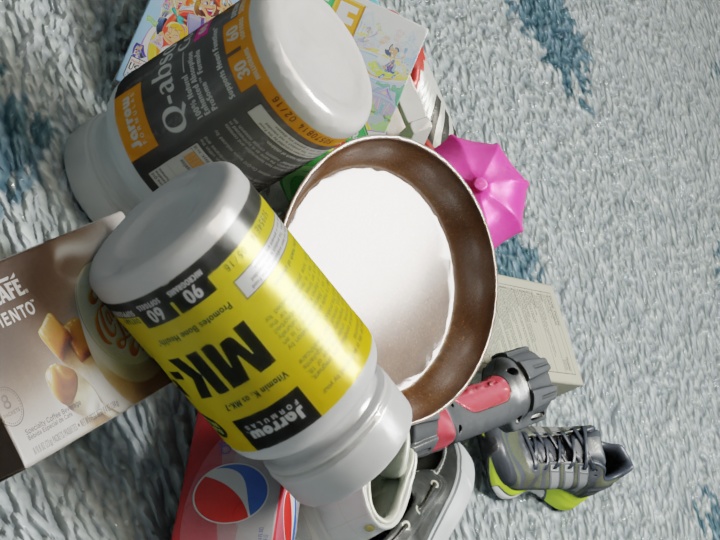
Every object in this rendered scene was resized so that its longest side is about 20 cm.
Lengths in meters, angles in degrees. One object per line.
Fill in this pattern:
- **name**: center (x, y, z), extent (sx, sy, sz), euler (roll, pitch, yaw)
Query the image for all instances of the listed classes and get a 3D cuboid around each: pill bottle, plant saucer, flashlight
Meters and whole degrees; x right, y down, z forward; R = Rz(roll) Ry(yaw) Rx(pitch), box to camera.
- **pill bottle**: center (-0.100, -0.102, 1.245), extent (0.116, 0.200, 0.117), euler (39, 35, -35)
- **plant saucer**: center (0.012, 0.008, 1.261), extent (0.200, 0.034, 0.201), euler (4, 84, -39)
- **flashlight**: center (0.078, 0.100, 1.433), extent (0.068, 0.068, 0.200), euler (41, 33, 25)
- **pill bottle**: center (-0.062, 0.042, 1.114), extent (0.200, 0.114, 0.114), euler (51, 31, -23)

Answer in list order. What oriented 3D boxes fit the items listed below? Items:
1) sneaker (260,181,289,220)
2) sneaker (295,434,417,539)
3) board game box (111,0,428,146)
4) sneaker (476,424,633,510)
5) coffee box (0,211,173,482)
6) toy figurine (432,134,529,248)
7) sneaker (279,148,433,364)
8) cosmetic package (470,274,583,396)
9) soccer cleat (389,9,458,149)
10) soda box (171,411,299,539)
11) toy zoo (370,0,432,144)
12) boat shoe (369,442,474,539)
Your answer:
- **sneaker**: center (-0.081, -0.002, 1.362), extent (0.082, 0.077, 0.200), euler (74, 13, -49)
- **sneaker**: center (-0.007, 0.122, 1.312), extent (0.074, 0.115, 0.200), euler (41, 34, -33)
- **board game box**: center (-0.066, -0.158, 1.356), extent (0.199, 0.034, 0.135), euler (23, 84, -10)
- **sneaker**: center (0.169, 0.160, 1.614), extent (0.200, 0.081, 0.074), euler (17, 52, -54)
- **coffee box**: center (-0.195, 0.050, 1.087), extent (0.115, 0.080, 0.200), euler (63, 28, -1)
- **toy figurine**: center (0.055, -0.043, 1.440), extent (0.200, 0.184, 0.151), euler (4, 80, -53)
- **sneaker**: center (0.000, 0.000, 1.318), extent (0.200, 0.074, 0.084), euler (61, 35, -3)
- **cosmetic package**: center (0.108, 0.061, 1.601), extent (0.200, 0.073, 0.104), euler (13, 56, -56)
- **soccer cleat**: center (0.050, -0.142, 1.687), extent (0.085, 0.068, 0.201), euler (-3, 72, -69)
- **soda box**: center (-0.076, 0.140, 1.205), extent (0.200, 0.070, 0.064), euler (-83, 168, -45)
- **toy zoo**: center (0.008, -0.164, 1.581), extent (0.020, 0.131, 0.201), euler (-20, 84, -19)
- **boat shoe**: center (0.035, 0.182, 1.385), extent (0.057, 0.068, 0.200), euler (54, 32, -18)
